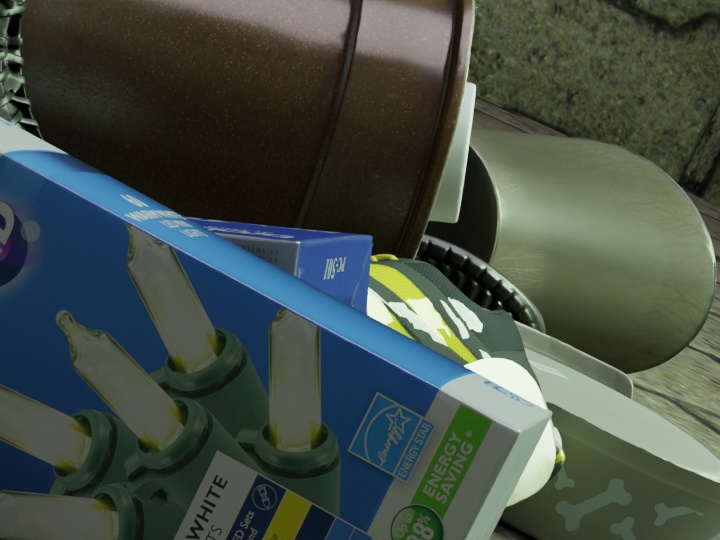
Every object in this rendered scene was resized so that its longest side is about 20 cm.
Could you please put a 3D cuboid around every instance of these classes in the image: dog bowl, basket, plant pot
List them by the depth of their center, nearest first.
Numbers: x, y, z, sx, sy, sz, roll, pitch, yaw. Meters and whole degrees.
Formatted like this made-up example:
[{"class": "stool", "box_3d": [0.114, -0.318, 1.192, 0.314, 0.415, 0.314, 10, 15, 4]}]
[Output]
[{"class": "plant pot", "box_3d": [-0.077, -0.069, 1.223, 0.198, 0.201, 0.200, 16, 10, -12]}, {"class": "dog bowl", "box_3d": [0.091, 0.077, 1.235, 0.200, 0.059, 0.200, 27, 7, -4]}, {"class": "basket", "box_3d": [0.082, -0.017, 1.583, 0.180, 0.136, 0.200, 27, 10, 32]}]

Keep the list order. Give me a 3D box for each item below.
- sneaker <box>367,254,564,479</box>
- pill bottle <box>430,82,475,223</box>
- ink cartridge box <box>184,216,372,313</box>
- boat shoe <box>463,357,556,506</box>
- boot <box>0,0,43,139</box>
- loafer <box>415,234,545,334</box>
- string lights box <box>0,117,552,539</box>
[{"class": "sneaker", "box_3d": [-0.009, 0.028, 1.089, 0.200, 0.074, 0.085, 29, 35, -32]}, {"class": "pill bottle", "box_3d": [-0.044, -0.075, 1.431, 0.200, 0.104, 0.104, 8, 8, 0]}, {"class": "ink cartridge box", "box_3d": [-0.105, 0.000, 0.896, 0.200, 0.044, 0.094, 7, 3, 14]}, {"class": "boat shoe", "box_3d": [-0.011, 0.067, 0.966, 0.063, 0.074, 0.201, -15, -7, 35]}, {"class": "boot", "box_3d": [-0.139, -0.063, 1.096, 0.200, 0.138, 0.077, 28, 8, 8]}, {"class": "loafer", "box_3d": [0.000, 0.000, 1.379, 0.200, 0.073, 0.071, 26, 10, -6]}, {"class": "string lights box", "box_3d": [-0.058, 0.041, 0.806, 0.200, 0.103, 0.059, 28, 8, 10]}]
